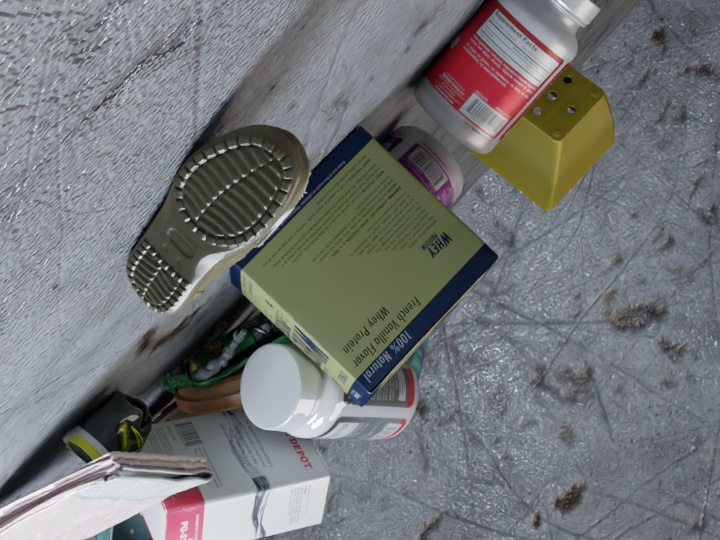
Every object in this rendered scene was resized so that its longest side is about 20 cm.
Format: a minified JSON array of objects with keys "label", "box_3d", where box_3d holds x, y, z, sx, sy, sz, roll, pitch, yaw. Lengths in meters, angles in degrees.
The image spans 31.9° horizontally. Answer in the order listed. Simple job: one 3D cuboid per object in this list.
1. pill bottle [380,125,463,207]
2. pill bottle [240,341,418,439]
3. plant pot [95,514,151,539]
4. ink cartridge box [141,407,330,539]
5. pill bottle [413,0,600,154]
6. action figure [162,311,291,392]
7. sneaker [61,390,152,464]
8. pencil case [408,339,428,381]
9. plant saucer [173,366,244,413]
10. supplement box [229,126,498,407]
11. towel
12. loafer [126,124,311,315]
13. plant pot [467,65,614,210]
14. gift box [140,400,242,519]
[{"label":"pill bottle","box_3d":[0.019,-0.068,1.475,0.200,0.112,0.112,-45,175,-21]},{"label":"pill bottle","box_3d":[-0.035,0.137,1.453,0.200,0.114,0.114,10,128,-49]},{"label":"plant pot","box_3d":[-0.341,0.418,2.010,0.134,0.201,0.200,-9,-153,50]},{"label":"ink cartridge box","box_3d":[-0.154,0.239,1.461,0.199,0.145,0.085,-8,127,-25]},{"label":"pill bottle","box_3d":[0.160,-0.233,1.360,0.200,0.112,0.112,-48,175,17]},{"label":"action figure","box_3d":[-0.151,0.090,1.520,0.200,0.055,0.118,-32,-158,-21]},{"label":"sneaker","box_3d":[-0.251,0.177,1.333,0.085,0.074,0.200,-47,175,-9]},{"label":"pencil case","box_3d":[0.051,0.058,1.609,0.092,0.085,0.201,162,-57,-71]},{"label":"plant saucer","box_3d":[-0.141,0.115,1.569,0.200,0.032,0.200,-20,-165,6]},{"label":"supplement box","box_3d":[0.000,0.000,1.329,0.200,0.200,0.134,-46,175,-11]},{"label":"towel","box_3d":[-0.271,0.236,1.277,0.191,0.032,0.200,-27,162,15]},{"label":"loafer","box_3d":[-0.099,-0.043,0.897,0.200,0.076,0.067,-38,-177,40]},{"label":"plant pot","box_3d":[0.330,-0.265,2.235,0.200,0.200,0.176,-45,164,-16]},{"label":"gift box","box_3d":[-0.181,0.240,1.643,0.200,0.185,0.187,-27,-172,38]}]
